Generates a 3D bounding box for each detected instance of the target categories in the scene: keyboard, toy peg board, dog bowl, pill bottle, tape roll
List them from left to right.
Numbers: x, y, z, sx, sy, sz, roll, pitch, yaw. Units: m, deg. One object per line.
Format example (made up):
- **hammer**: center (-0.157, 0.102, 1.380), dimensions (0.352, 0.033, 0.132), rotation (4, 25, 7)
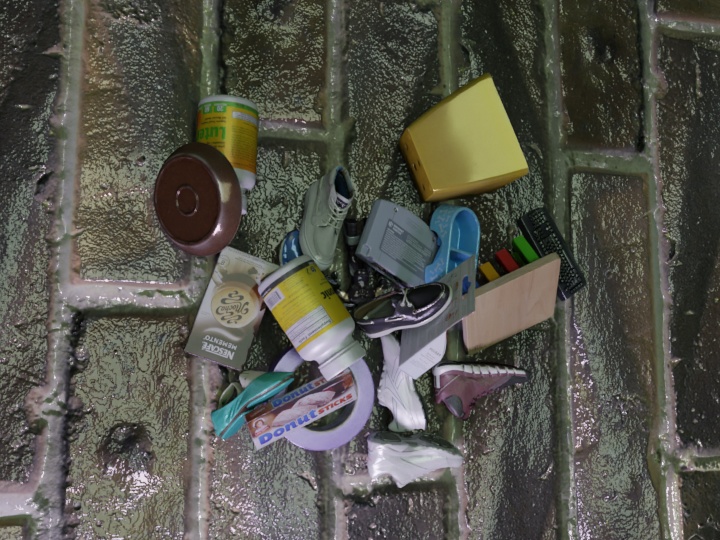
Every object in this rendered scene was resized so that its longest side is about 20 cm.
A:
- **pill bottle**: center (-0.245, -0.206, 1.231), dimensions (0.110, 0.111, 0.202), rotation (3, 83, -15)
- **pill bottle**: center (-0.079, 0.083, 1.154), dimensions (0.111, 0.111, 0.201), rotation (-32, 85, -16)
- **tape roll**: center (-0.077, 0.228, 1.252), dimensions (0.199, 0.066, 0.202), rotation (2, 84, -15)
- **dog bowl**: center (0.187, -0.034, 1.337), dimensions (0.111, 0.049, 0.201), rotation (15, 79, -41)
- **toy peg board**: center (0.273, 0.042, 1.319), dimensions (0.198, 0.200, 0.098), rotation (-24, 53, -7)
- **keyboard**: center (0.392, -0.028, 1.430), dimensions (0.127, 0.021, 0.201), rotation (-31, 91, -16)

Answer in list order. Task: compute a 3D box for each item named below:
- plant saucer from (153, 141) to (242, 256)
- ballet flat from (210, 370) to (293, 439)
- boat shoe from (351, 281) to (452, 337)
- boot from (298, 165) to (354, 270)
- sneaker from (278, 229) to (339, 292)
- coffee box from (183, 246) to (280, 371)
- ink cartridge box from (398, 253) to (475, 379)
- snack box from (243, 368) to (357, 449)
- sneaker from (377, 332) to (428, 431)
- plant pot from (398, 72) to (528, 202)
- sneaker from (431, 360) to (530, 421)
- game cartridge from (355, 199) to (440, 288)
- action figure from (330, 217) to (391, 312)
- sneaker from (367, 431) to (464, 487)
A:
- **plant saucer**: center (-0.294, -0.123, 1.180), dimensions (0.199, 0.034, 0.202), rotation (5, 100, 28)
- **ballet flat**: center (-0.200, 0.217, 1.178), dimensions (0.200, 0.067, 0.071), rotation (-43, 73, 25)
- **boat shoe**: center (0.072, 0.063, 1.225), dimensions (0.060, 0.199, 0.074), rotation (41, 42, -35)
- **boot**: center (-0.058, -0.103, 1.237), dimensions (0.073, 0.095, 0.201), rotation (21, 49, -32)
- **sneaker**: center (-0.083, 0.017, 1.252), dimensions (0.078, 0.089, 0.201), rotation (-28, 99, -57)
- **coffee box**: center (-0.233, 0.070, 1.220), dimensions (0.112, 0.080, 0.201), rotation (21, 79, -13)
- **ink cartridge box**: center (0.152, 0.083, 1.226), dimensions (0.047, 0.200, 0.161), rotation (35, 36, -19)
- **snack box**: center (-0.102, 0.238, 1.180), dimensions (0.199, 0.024, 0.072), rotation (-24, 128, -16)
- **sneaker**: center (0.067, 0.214, 1.290), dimensions (0.087, 0.075, 0.201), rotation (-18, 79, 8)
- **plant pot**: center (0.184, -0.235, 1.317), dimensions (0.175, 0.200, 0.201), rotation (-22, 90, -5)
- **sneaker**: center (0.236, 0.241, 1.338), dimensions (0.198, 0.076, 0.116), rotation (4, 88, -4)
- **game cartridge**: center (0.081, -0.045, 1.297), dimensions (0.200, 0.040, 0.134), rotation (34, 70, -36)
- **action figure**: center (0.000, 0.000, 1.298), dimensions (0.129, 0.069, 0.202), rotation (-3, 99, -22)
- **sneaker**: center (0.100, 0.366, 1.288), dimensions (0.199, 0.078, 0.100), rotation (9, 98, -14)
